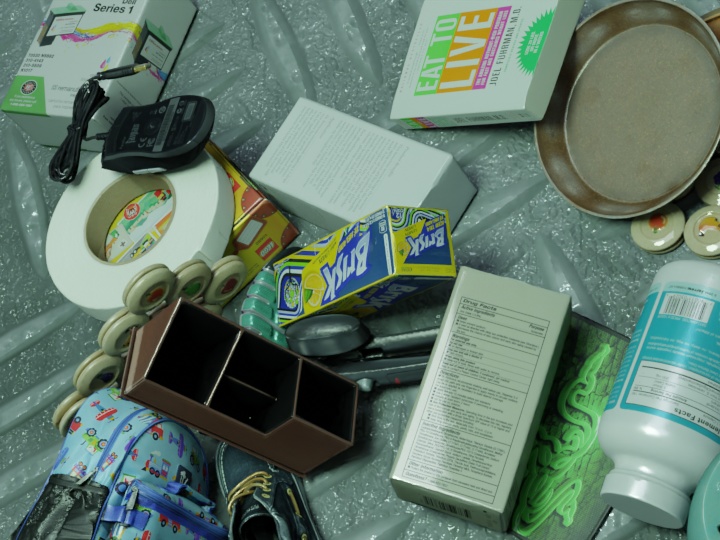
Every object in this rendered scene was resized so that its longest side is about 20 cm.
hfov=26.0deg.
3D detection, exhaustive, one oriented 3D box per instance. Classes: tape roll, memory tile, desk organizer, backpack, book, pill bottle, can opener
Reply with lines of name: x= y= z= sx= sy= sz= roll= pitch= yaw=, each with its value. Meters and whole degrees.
tape roll: x=-0.218 y=-0.044 z=1.539 sx=0.202 sy=0.037 sz=0.203 roll=-14 pitch=56 yaw=22
memory tile: x=-0.194 y=0.070 z=1.447 sx=0.017 sy=0.153 sz=0.200 roll=45 pitch=117 yaw=25
desk organizer: x=-0.102 y=0.104 z=1.371 sx=0.077 sy=0.200 sz=0.072 roll=-35 pitch=38 yaw=42
backpack: x=-0.200 y=0.214 z=1.394 sx=0.134 sy=0.183 sz=0.201 roll=5 pitch=62 yaw=31
memory tile: x=0.341 y=-0.076 z=1.364 sx=0.199 sy=0.017 sz=0.154 roll=6 pitch=67 yaw=31
book: x=0.119 y=-0.202 z=1.497 sx=0.200 sy=0.048 sz=0.134 roll=2 pitch=68 yaw=53
pill bottle: x=0.258 y=0.101 z=1.250 sx=0.111 sy=0.111 sz=0.201 roll=13 pitch=71 yaw=33
can opener: x=0.031 y=0.079 z=1.421 sx=0.199 sy=0.079 sz=0.064 roll=-1 pitch=70 yaw=14

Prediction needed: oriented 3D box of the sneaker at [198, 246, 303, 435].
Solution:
sneaker: x=-0.104 y=0.065 z=1.497 sx=0.087 sy=0.074 sz=0.200 roll=-23 pitch=35 yaw=51

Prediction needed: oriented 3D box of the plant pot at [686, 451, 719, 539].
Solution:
plant pot: x=0.328 y=0.196 z=1.127 sx=0.200 sy=0.161 sz=0.201 roll=-13 pitch=57 yaw=21

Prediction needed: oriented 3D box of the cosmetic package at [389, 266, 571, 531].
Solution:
cosmetic package: x=0.105 y=0.108 z=1.330 sx=0.105 sy=0.071 sz=0.201 roll=17 pitch=71 yaw=14

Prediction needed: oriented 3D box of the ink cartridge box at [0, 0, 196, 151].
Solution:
ink cartridge box: x=-0.293 y=-0.240 z=1.758 sx=0.144 sy=0.084 sz=0.201 roll=8 pitch=67 yaw=32

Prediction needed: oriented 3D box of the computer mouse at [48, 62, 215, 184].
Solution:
computer mouse: x=-0.211 y=-0.150 z=1.550 sx=0.199 sy=0.046 sz=0.141 roll=-9 pitch=54 yaw=30

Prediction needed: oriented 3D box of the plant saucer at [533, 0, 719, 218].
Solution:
plant saucer: x=0.246 y=-0.143 z=1.396 sx=0.200 sy=0.034 sz=0.201 roll=-10 pitch=74 yaw=40

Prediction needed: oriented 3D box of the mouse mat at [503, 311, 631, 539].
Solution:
mouse mat: x=0.171 y=0.136 z=1.344 sx=0.161 sy=0.008 sz=0.200 roll=26 pitch=79 yaw=36

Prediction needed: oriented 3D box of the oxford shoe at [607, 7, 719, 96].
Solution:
oxford shoe: x=0.318 y=-0.191 z=1.414 sx=0.199 sy=0.071 sz=0.072 roll=-15 pitch=64 yaw=33

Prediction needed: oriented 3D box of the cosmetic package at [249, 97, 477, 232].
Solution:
cosmetic package: x=0.001 y=-0.086 z=1.519 sx=0.200 sy=0.071 sz=0.102 roll=25 pitch=77 yaw=36

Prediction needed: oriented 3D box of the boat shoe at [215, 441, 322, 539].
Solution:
boat shoe: x=-0.090 y=0.207 z=1.391 sx=0.071 sy=0.091 sz=0.200 roll=-38 pitch=52 yaw=4

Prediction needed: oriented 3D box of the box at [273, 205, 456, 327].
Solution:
box: x=0.000 y=0.000 z=1.408 sx=0.200 sy=0.070 sz=0.065 roll=-26 pitch=67 yaw=54

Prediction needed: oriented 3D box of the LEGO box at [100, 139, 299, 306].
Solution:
LEGO box: x=-0.186 y=-0.027 z=1.584 sx=0.200 sy=0.077 sz=0.149 roll=-43 pitch=52 yaw=0
